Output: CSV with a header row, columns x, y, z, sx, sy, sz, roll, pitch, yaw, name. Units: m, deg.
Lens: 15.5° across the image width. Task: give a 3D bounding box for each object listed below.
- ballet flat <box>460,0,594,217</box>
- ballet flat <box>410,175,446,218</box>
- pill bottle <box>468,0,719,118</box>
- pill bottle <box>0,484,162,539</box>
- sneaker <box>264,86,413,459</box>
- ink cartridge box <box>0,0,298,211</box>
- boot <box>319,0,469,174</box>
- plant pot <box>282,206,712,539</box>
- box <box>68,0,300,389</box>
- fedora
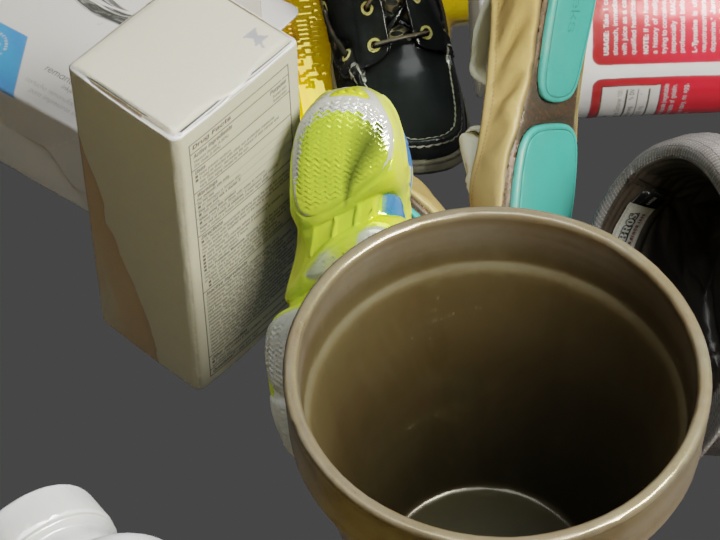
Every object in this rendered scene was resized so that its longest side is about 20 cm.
x,y,z,sx,sy,sz,roll,pitch,yaw,name
0.087,-0.088,1.448,0.063,0.201,0.068,13,6,38,ballet flat
-0.014,-0.050,1.474,0.199,0.069,0.063,25,39,19,ballet flat
0.163,-0.145,1.522,0.198,0.113,0.113,-2,49,-2,pill bottle
-0.103,0.194,1.230,0.112,0.112,0.200,-29,56,-23,pill bottle
0.000,0.000,1.384,0.075,0.201,0.105,10,14,10,sneaker
-0.136,-0.138,1.523,0.115,0.067,0.200,28,55,23,ink cartridge box
0.014,-0.171,1.517,0.073,0.154,0.204,-10,50,-8,boot
0.062,0.099,1.271,0.198,0.174,0.201,0,50,0,plant pot
-0.086,-0.043,1.376,0.078,0.201,0.095,34,57,26,box
0.185,0.030,1.365,0.090,0.177,0.201,15,44,-27,fedora
